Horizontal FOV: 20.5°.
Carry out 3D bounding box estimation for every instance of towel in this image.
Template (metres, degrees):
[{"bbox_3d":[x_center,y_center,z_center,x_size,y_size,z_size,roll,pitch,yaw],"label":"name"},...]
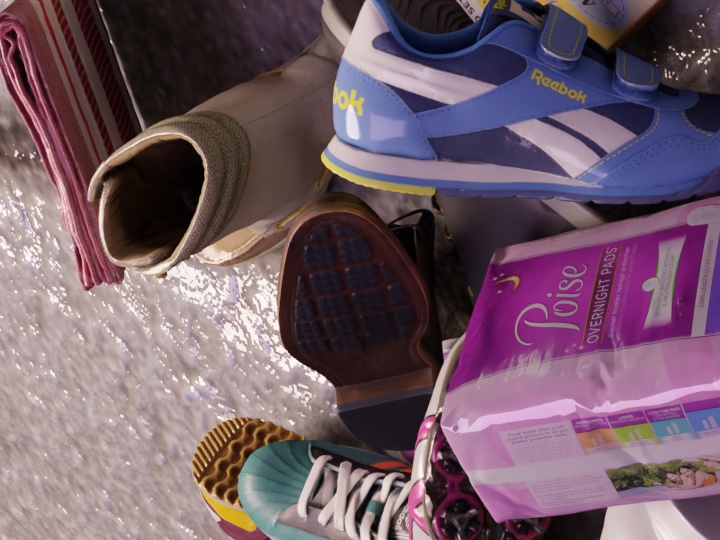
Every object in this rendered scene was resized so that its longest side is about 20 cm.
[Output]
[{"bbox_3d":[-0.147,-0.086,1.041,0.023,0.200,0.144,-16,108,5],"label":"towel"}]

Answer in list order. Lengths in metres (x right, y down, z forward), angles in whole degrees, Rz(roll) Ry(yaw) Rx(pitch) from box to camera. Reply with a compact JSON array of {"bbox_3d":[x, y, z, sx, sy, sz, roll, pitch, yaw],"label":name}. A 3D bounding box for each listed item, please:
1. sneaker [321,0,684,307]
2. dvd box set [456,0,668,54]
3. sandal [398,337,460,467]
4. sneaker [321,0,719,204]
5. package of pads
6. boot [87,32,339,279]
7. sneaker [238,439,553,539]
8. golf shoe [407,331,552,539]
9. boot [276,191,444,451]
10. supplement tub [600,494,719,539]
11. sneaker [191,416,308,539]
[{"bbox_3d":[0.048,-0.045,0.935,0.200,0.075,0.106,41,136,15],"label":"sneaker"},{"bbox_3d":[0.092,-0.178,0.834,0.146,0.029,0.200,52,141,5],"label":"dvd box set"},{"bbox_3d":[0.069,0.074,1.018,0.202,0.050,0.083,-22,98,52],"label":"sandal"},{"bbox_3d":[0.084,-0.073,0.830,0.199,0.074,0.083,2,101,0],"label":"sneaker"},{"bbox_3d":[0.140,0.030,0.815,0.200,0.121,0.076,-12,126,28],"label":"package of pads"},{"bbox_3d":[-0.076,-0.040,1.002,0.072,0.155,0.200,52,139,4],"label":"boot"},{"bbox_3d":[0.025,0.131,1.052,0.200,0.072,0.080,19,161,14],"label":"sneaker"},{"bbox_3d":[0.051,0.120,0.950,0.092,0.072,0.201,-151,62,-69],"label":"golf shoe"},{"bbox_3d":[0.000,0.000,0.957,0.074,0.097,0.200,-8,145,7],"label":"boot"},{"bbox_3d":[0.172,0.161,0.899,0.145,0.145,0.200,32,136,26],"label":"supplement tub"},{"bbox_3d":[-0.003,0.155,1.145,0.200,0.075,0.090,29,157,23],"label":"sneaker"}]
